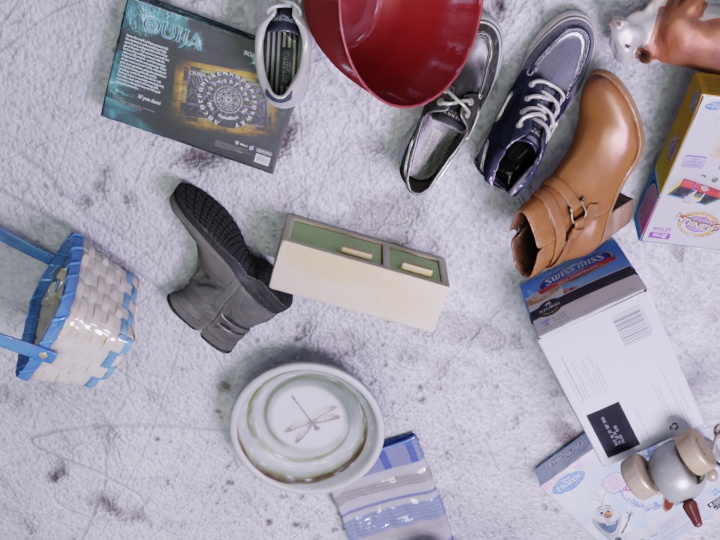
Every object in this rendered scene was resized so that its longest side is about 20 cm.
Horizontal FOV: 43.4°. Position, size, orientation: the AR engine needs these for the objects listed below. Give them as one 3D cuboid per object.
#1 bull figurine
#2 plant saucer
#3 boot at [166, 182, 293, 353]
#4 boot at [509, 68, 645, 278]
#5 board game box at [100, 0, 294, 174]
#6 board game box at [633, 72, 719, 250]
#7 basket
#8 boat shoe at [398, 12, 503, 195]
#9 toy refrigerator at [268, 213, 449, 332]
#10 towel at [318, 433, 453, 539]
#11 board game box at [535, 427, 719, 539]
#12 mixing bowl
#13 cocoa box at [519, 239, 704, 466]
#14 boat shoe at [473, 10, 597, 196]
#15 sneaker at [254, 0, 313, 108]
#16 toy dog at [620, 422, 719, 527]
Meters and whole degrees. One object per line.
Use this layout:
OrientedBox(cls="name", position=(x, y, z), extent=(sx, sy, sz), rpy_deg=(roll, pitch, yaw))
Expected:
OrientedBox(cls="bull figurine", position=(0.351, -0.251, 0.922), extent=(0.197, 0.065, 0.123), rpy_deg=(15, 117, -7))
OrientedBox(cls="plant saucer", position=(-0.067, 0.193, 1.157), extent=(0.197, 0.050, 0.203), rpy_deg=(0, 116, 0))
OrientedBox(cls="boot", position=(-0.185, 0.007, 1.061), extent=(0.130, 0.068, 0.201), rpy_deg=(-32, 110, 22))
OrientedBox(cls="boot", position=(0.220, -0.099, 0.964), extent=(0.154, 0.077, 0.202), rpy_deg=(-26, 131, -23))
OrientedBox(cls="board game box", position=(-0.167, -0.200, 0.974), extent=(0.197, 0.028, 0.137), rpy_deg=(18, 113, -8))
OrientedBox(cls="board game box", position=(0.399, -0.109, 0.973), extent=(0.150, 0.041, 0.202), rpy_deg=(7, 135, -3))
OrientedBox(cls="basket", position=(-0.356, 0.039, 1.015), extent=(0.199, 0.177, 0.139), rpy_deg=(32, 117, -26))
OrientedBox(cls="boat shoe", position=(0.099, -0.173, 0.966), extent=(0.070, 0.064, 0.202), rpy_deg=(19, 115, -9))
OrientedBox(cls="toy refrigerator", position=(0.000, 0.000, 1.047), extent=(0.197, 0.076, 0.071), rpy_deg=(16, 116, -7))
OrientedBox(cls="towel", position=(0.037, 0.321, 1.234), extent=(0.145, 0.024, 0.202), rpy_deg=(-16, 115, 8))
OrientedBox(cls="board game box", position=(0.371, 0.276, 1.196), extent=(0.200, 0.044, 0.199), rpy_deg=(-40, 110, 18))
OrientedBox(cls="mixing bowl", position=(0.017, -0.265, 0.873), extent=(0.108, 0.199, 0.203), rpy_deg=(19, 117, 42))
OrientedBox(cls="cocoa box", position=(0.291, 0.095, 1.058), extent=(0.132, 0.132, 0.201), rpy_deg=(-26, 113, 13))
OrientedBox(cls="boat shoe", position=(0.190, -0.169, 0.950), extent=(0.074, 0.093, 0.202), rpy_deg=(22, 115, -10))
OrientedBox(cls="sneaker", position=(-0.071, -0.265, 0.902), extent=(0.072, 0.071, 0.203), rpy_deg=(-2, 101, -4))
OrientedBox(cls="toy dog", position=(0.387, 0.240, 1.042), extent=(0.198, 0.097, 0.132), rpy_deg=(-6, 154, -36))
